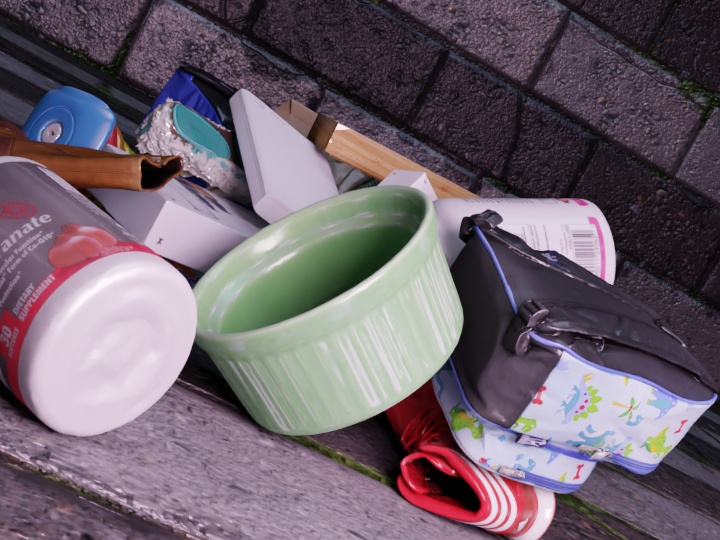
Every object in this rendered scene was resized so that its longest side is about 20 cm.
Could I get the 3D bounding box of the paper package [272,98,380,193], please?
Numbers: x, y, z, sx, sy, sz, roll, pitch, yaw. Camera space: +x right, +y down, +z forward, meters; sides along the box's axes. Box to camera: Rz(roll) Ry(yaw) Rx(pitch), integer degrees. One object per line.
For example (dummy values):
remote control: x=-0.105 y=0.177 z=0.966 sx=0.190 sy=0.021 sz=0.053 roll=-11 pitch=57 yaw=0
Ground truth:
paper package: x=-0.062 y=-0.086 z=1.482 sx=0.190 sy=0.201 sz=0.103 roll=33 pitch=52 yaw=27

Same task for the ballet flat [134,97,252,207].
ballet flat: x=-0.145 y=-0.108 z=1.144 sx=0.072 sy=0.072 sz=0.199 roll=35 pitch=3 yaw=43

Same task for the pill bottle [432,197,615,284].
pill bottle: x=0.111 y=-0.007 z=1.013 sx=0.198 sy=0.115 sz=0.113 roll=0 pitch=17 yaw=-18

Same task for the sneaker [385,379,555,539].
sneaker: x=0.061 y=0.134 z=0.923 sx=0.115 sy=0.079 sz=0.200 roll=25 pitch=7 yaw=-43

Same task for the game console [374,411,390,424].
game console: x=0.075 y=0.092 z=1.148 sx=0.199 sy=0.177 sz=0.116 roll=26 pitch=-22 yaw=-30

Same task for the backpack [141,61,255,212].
backpack: x=-0.145 y=-0.106 z=1.314 sx=0.162 sy=0.169 sz=0.200 roll=13 pitch=26 yaw=-48

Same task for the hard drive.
hard drive: x=-0.066 y=-0.088 z=1.139 sx=0.132 sy=0.026 sz=0.201 roll=38 pitch=21 yaw=-34

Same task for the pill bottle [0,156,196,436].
pill bottle: x=-0.197 y=0.000 z=0.683 sx=0.199 sy=0.111 sz=0.110 roll=34 pitch=8 yaw=34

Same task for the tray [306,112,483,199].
tray: x=0.043 y=-0.107 z=1.259 sx=0.199 sy=0.037 sz=0.099 roll=25 pitch=7 yaw=-19

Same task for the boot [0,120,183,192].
boot: x=-0.248 y=-0.097 z=0.968 sx=0.198 sy=0.069 sz=0.188 roll=-2 pitch=6 yaw=5

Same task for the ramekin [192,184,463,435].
ramekin: x=-0.021 y=0.030 z=0.847 sx=0.098 sy=0.199 sz=0.200 roll=64 pitch=-8 yaw=-22

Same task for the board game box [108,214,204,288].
board game box: x=-0.162 y=-0.003 z=1.127 sx=0.151 sy=0.045 sz=0.200 roll=30 pitch=8 yaw=3

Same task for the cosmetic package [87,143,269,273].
cosmetic package: x=-0.139 y=-0.036 z=1.069 sx=0.199 sy=0.052 sz=0.151 roll=24 pitch=11 yaw=-40

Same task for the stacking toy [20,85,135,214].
stacking toy: x=-0.269 y=-0.097 z=1.233 sx=0.115 sy=0.110 sz=0.200 roll=23 pitch=-13 yaw=34

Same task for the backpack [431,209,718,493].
backpack: x=0.156 y=0.077 z=0.898 sx=0.198 sy=0.148 sz=0.184 roll=19 pitch=26 yaw=-23

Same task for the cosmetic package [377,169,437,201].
cosmetic package: x=0.000 y=0.000 z=1.057 sx=0.050 sy=0.200 sz=0.083 roll=9 pitch=-43 yaw=51
